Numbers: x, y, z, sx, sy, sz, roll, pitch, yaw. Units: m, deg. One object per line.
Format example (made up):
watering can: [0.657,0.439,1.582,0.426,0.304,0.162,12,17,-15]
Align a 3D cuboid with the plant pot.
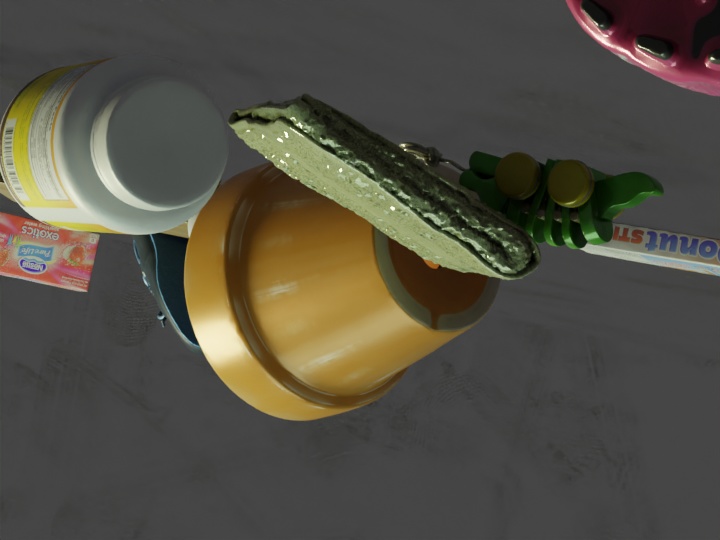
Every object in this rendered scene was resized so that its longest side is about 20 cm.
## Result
plant pot: [0.000,0.000,1.601,0.199,0.201,0.183,14,161,-36]

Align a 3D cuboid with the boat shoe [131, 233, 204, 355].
boat shoe: [-0.162,-0.009,1.956,0.084,0.201,0.069,-10,153,-17]

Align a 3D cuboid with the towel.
towel: [0.013,-0.053,1.394,0.199,0.037,0.148,31,173,-16]

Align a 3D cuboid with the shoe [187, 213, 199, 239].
shoe: [-0.070,-0.041,1.746,0.199,0.072,0.091,0,-164,-37]

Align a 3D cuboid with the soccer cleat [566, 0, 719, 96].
soccer cleat: [0.155,-0.076,0.623,0.199,0.070,0.086,9,175,36]

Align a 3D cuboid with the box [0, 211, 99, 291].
box: [-0.544,-0.032,3.567,0.199,0.103,0.095,14,176,-15]

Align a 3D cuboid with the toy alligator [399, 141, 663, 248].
toy alligator: [0.106,-0.047,1.415,0.199,0.055,0.059,10,176,34]

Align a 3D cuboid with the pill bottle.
pill bottle: [-0.152,-0.078,1.341,0.109,0.110,0.200,13,177,-24]

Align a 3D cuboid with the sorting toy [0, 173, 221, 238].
sorting toy: [-0.205,-0.080,1.828,0.199,0.070,0.199,12,176,0]

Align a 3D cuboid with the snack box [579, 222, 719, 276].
snack box: [0.263,-0.013,1.693,0.199,0.024,0.072,10,176,26]
